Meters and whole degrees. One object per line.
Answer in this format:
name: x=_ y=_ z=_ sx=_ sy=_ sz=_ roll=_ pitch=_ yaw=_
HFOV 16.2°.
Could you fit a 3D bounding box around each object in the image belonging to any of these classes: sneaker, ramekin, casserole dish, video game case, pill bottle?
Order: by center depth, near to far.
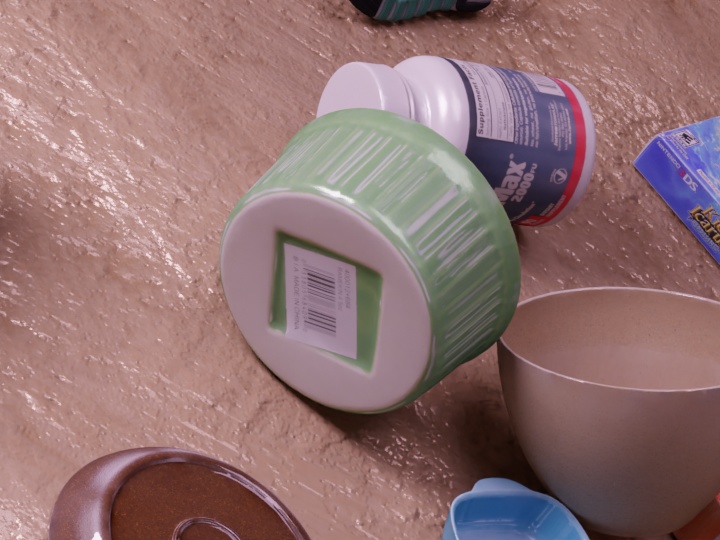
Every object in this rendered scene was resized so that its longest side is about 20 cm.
casserole dish: x=0.120 y=0.230 z=1.692 sx=0.121 sy=0.039 sz=0.200 roll=3 pitch=48 yaw=-37
ramekin: x=0.000 y=0.000 z=1.712 sx=0.200 sy=0.200 sz=0.098 roll=42 pitch=45 yaw=6
pill bottle: x=0.071 y=-0.101 z=1.938 sx=0.199 sy=0.120 sz=0.120 roll=6 pitch=46 yaw=-34
sneaker: x=0.031 y=-0.260 z=2.134 sx=0.087 sy=0.075 sz=0.200 roll=40 pitch=25 yaw=32
video game case: x=0.358 y=-0.050 z=2.185 sx=0.181 sy=0.045 sz=0.200 roll=-17 pitch=62 yaw=-49

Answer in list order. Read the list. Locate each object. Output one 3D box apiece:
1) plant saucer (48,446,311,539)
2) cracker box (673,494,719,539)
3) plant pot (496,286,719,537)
plant saucer: x=-0.097 y=0.184 z=1.567 sx=0.200 sy=0.032 sz=0.201 roll=22 pitch=38 yaw=-19
cracker box: x=0.318 y=0.177 z=1.897 sx=0.199 sy=0.058 sz=0.134 roll=-4 pitch=53 yaw=-43
plant pot: x=0.192 y=0.108 z=1.775 sx=0.199 sy=0.135 sz=0.200 roll=2 pitch=19 yaw=-1
